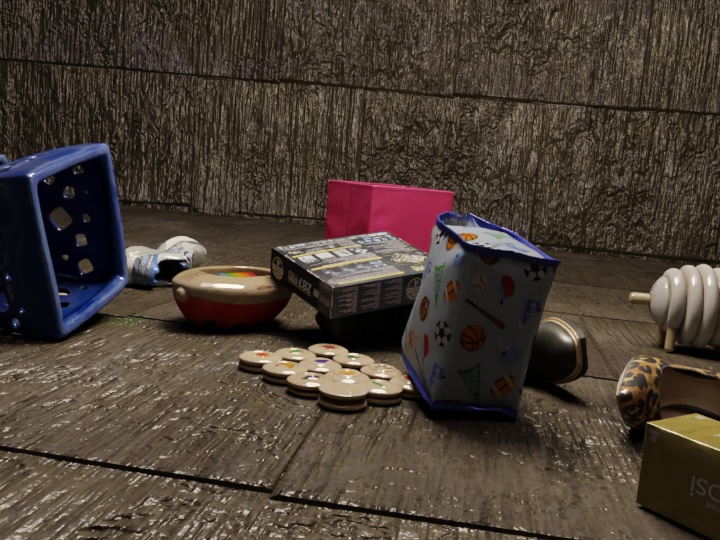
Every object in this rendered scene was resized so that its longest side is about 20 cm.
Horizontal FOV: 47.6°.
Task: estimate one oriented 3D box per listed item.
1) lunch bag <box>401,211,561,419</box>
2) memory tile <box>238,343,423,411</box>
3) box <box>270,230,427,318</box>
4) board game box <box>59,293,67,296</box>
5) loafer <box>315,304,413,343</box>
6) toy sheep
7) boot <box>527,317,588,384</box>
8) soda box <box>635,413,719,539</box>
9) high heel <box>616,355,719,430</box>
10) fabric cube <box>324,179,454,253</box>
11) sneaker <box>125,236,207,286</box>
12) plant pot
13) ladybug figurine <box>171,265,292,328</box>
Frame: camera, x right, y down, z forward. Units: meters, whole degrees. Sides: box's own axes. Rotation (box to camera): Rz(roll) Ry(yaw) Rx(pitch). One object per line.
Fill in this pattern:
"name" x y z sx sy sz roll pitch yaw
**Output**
"lunch bag" 0.113 0.036 0.862 0.122 0.173 0.200 11 11 -15
"memory tile" -0.029 0.110 0.884 0.151 0.017 0.198 -1 10 -40
"box" 0.000 0.000 1.103 0.197 0.050 0.160 -9 24 -35
"board game box" -0.464 0.031 1.164 0.103 0.024 0.198 -4 12 -41
"loafer" 0.014 0.052 1.141 0.071 0.075 0.198 13 11 40
"toy sheep" 0.509 0.057 1.237 0.196 0.141 0.138 5 7 3
"boot" 0.160 0.097 0.957 0.136 0.079 0.200 -3 -3 -20
"soda box" 0.286 0.158 0.544 0.067 0.065 0.199 0 8 -33
"high heel" 0.336 0.125 0.792 0.141 0.073 0.199 3 -5 36
"fabric cube" 0.051 -0.071 1.645 0.193 0.204 0.199 0 9 -29
"sneaker" -0.324 -0.005 1.416 0.084 0.079 0.199 19 20 23
"plant pot" -0.418 -0.042 1.007 0.176 0.204 0.200 0 19 8
"ladybug figurine" -0.176 0.037 1.125 0.134 0.073 0.198 12 10 40
